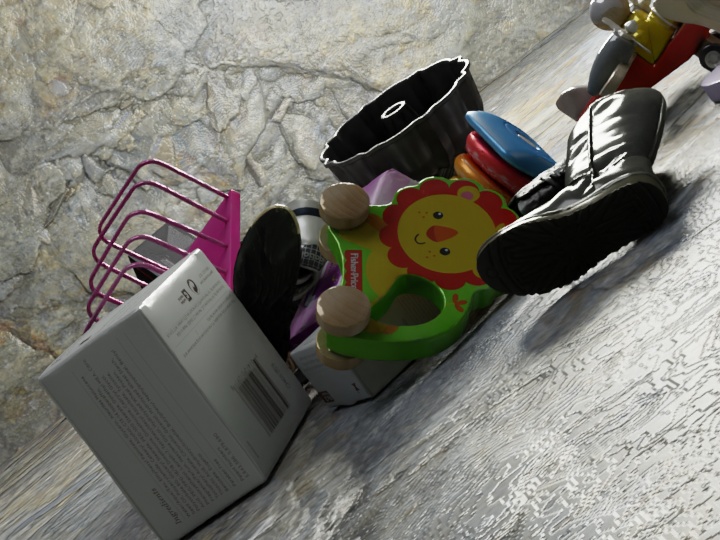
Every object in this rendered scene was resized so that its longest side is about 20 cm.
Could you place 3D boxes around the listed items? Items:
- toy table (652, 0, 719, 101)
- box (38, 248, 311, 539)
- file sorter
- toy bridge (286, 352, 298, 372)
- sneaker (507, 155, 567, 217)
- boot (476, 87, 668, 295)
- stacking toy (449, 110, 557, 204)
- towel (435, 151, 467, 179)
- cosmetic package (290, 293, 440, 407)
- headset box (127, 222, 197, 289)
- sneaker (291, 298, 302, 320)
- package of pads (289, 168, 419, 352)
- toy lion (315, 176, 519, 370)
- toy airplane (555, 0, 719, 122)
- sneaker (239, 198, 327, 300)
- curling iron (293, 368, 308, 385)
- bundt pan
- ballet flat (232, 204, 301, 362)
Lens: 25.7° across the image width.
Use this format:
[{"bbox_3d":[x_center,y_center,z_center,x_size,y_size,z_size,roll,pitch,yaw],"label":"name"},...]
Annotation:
[{"bbox_3d":[0.378,-0.257,1.492,0.199,0.117,0.184,-34,7,36],"label":"toy table"},{"bbox_3d":[-0.170,0.116,1.507,0.130,0.201,0.199,-34,8,18],"label":"box"},{"bbox_3d":[-0.216,-0.003,1.697,0.139,0.125,0.201,-52,25,29],"label":"file sorter"},{"bbox_3d":[-0.090,0.078,1.724,0.027,0.067,0.200,-47,-22,-15],"label":"toy bridge"},{"bbox_3d":[0.192,-0.072,1.487,0.104,0.060,0.200,-40,1,-28],"label":"sneaker"},{"bbox_3d":[0.182,-0.074,1.337,0.180,0.073,0.201,-22,29,16],"label":"boot"},{"bbox_3d":[0.117,-0.054,1.642,0.201,0.115,0.110,-55,41,15],"label":"stacking toy"},{"bbox_3d":[0.067,-0.062,1.803,0.192,0.034,0.202,-14,50,51],"label":"towel"},{"bbox_3d":[0.037,0.038,1.497,0.200,0.074,0.101,-40,7,-27],"label":"cosmetic package"},{"bbox_3d":[-0.186,0.057,1.920,0.148,0.201,0.077,32,61,35],"label":"headset box"},{"bbox_3d":[-0.060,0.027,1.777,0.199,0.075,0.080,-36,47,13],"label":"sneaker"},{"bbox_3d":[0.000,0.000,1.657,0.120,0.075,0.201,-36,27,58],"label":"package of pads"},{"bbox_3d":[0.056,-0.005,1.420,0.069,0.189,0.201,93,179,-48],"label":"toy lion"},{"bbox_3d":[0.289,-0.237,1.718,0.199,0.142,0.200,-41,8,-19],"label":"toy airplane"},{"bbox_3d":[-0.086,0.000,1.671,0.200,0.076,0.081,132,146,-57],"label":"sneaker"},{"bbox_3d":[-0.025,0.085,1.723,0.200,0.026,0.050,-43,-14,-3],"label":"curling iron"},{"bbox_3d":[0.056,-0.150,1.760,0.201,0.076,0.202,-33,18,12],"label":"bundt pan"},{"bbox_3d":[-0.096,0.022,1.596,0.057,0.066,0.202,-67,-11,-63],"label":"ballet flat"}]
